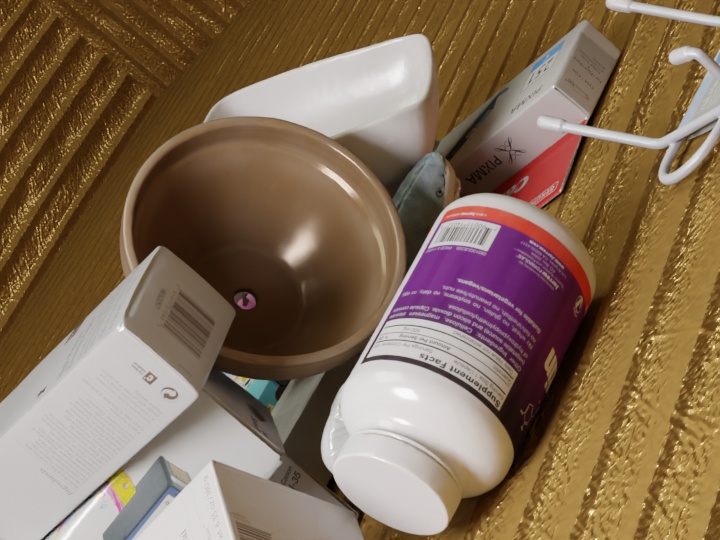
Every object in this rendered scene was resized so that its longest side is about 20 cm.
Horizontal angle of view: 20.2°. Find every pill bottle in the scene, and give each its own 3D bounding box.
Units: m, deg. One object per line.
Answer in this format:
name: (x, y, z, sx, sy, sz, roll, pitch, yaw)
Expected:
pill bottle: (0.060, 0.058, 1.230, 0.112, 0.112, 0.201, -31, 25, 56)

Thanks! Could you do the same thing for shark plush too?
shark plush: (0.000, 0.000, 1.499, 0.199, 0.083, 0.091, -37, 55, -2)

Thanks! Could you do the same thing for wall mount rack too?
wall mount rack: (0.211, -0.145, 1.336, 0.201, 0.074, 0.173, -58, 14, -27)

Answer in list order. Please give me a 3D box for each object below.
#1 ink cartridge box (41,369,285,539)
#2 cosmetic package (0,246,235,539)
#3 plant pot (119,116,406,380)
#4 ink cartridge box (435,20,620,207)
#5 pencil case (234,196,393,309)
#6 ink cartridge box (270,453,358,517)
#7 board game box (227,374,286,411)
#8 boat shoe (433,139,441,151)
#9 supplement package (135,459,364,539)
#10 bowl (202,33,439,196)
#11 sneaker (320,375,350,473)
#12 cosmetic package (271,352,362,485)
ink cartridge box: (-0.148, 0.158, 1.361, 0.200, 0.087, 0.145, -48, 13, 2)
cosmetic package: (-0.174, 0.085, 1.302, 0.200, 0.074, 0.102, -40, 15, 29)
plant pot: (-0.074, -0.001, 1.414, 0.202, 0.200, 0.093, -61, -2, -34)
ink cartridge box: (0.108, -0.085, 1.596, 0.200, 0.045, 0.177, -39, 17, 45)
pencil case: (-0.041, -0.011, 1.589, 0.200, 0.086, 0.083, -43, -37, -45)
ink cartridge box: (-0.105, 0.233, 1.388, 0.200, 0.083, 0.147, -39, 18, 43)
board game box: (-0.084, 0.104, 1.738, 0.151, 0.047, 0.201, -35, 21, 53)
boat shoe: (0.011, -0.030, 1.723, 0.200, 0.074, 0.062, -52, 7, -23)
supplement package: (-0.091, 0.232, 1.187, 0.200, 0.119, 0.122, -47, 41, 23)
bowl: (-0.027, -0.101, 1.581, 0.198, 0.075, 0.200, -16, 22, 9)
sneaker: (0.029, 0.080, 1.392, 0.200, 0.078, 0.099, -51, 3, -37)
cosmetic package: (-0.019, 0.090, 1.548, 0.201, 0.050, 0.082, -59, 12, -30)
